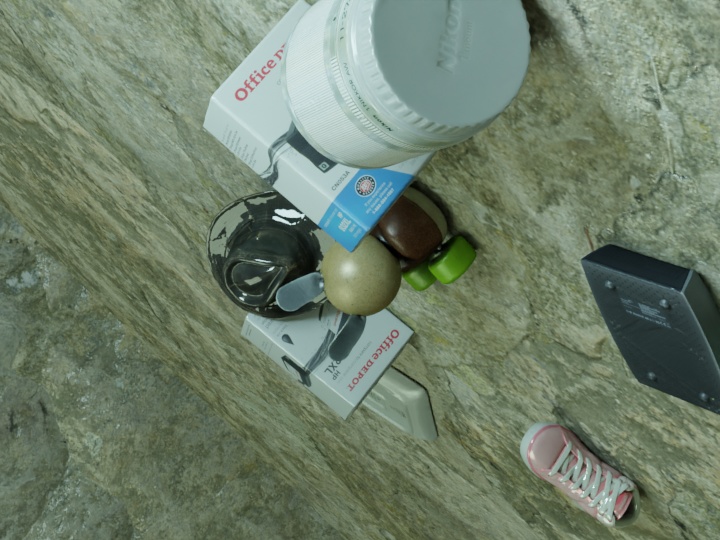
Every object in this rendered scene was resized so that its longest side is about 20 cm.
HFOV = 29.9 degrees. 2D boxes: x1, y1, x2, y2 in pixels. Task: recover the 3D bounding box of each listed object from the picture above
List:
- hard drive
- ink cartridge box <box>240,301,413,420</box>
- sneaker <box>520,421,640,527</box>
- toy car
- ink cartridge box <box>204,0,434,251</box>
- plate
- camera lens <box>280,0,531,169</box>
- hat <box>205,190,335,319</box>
[{"bbox_3d":[0.302,0.058,1.328,0.134,0.042,0.200,22,153,44],"label":"hard drive"},{"bbox_3d":[-0.047,0.088,1.915,0.200,0.145,0.084,39,159,4],"label":"ink cartridge box"},{"bbox_3d":[0.298,0.271,1.769,0.200,0.076,0.104,44,167,-34],"label":"sneaker"},{"bbox_3d":[0.000,0.000,1.535,0.164,0.200,0.158,44,161,-11],"label":"toy car"},{"bbox_3d":[-0.033,-0.143,1.336,0.200,0.145,0.084,40,162,0],"label":"ink cartridge box"},{"bbox_3d":[0.031,0.194,2.187,0.199,0.032,0.200,31,159,24],"label":"plate"},{"bbox_3d":[0.033,-0.175,1.136,0.160,0.160,0.200,45,161,-15],"label":"camera lens"},{"bbox_3d":[-0.125,-0.007,1.786,0.199,0.081,0.202,7,115,15],"label":"hat"}]
